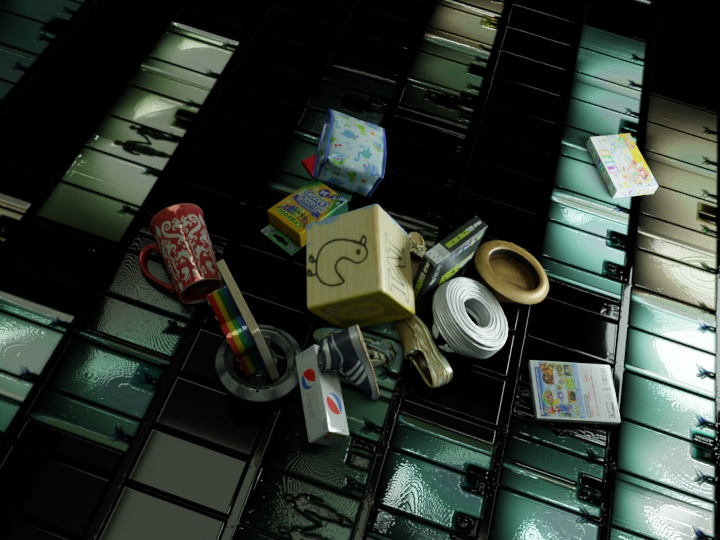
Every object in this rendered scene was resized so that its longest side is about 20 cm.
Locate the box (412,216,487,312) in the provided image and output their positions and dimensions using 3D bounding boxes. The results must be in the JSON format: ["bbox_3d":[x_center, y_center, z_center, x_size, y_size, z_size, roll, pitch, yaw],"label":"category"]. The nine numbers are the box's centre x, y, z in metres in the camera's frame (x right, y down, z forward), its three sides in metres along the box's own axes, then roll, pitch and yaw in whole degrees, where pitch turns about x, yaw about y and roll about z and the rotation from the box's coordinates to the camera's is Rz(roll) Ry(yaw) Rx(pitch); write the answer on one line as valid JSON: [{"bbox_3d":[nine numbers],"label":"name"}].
[{"bbox_3d":[0.198,-0.011,1.729,0.047,0.195,0.199,41,53,21],"label":"box"}]

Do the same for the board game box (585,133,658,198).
[{"bbox_3d":[0.747,-0.302,2.108,0.132,0.034,0.203,-8,58,-13],"label":"board game box"}]

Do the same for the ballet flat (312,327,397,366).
[{"bbox_3d":[-0.014,0.177,1.655,0.195,0.075,0.075,8,55,2],"label":"ballet flat"}]

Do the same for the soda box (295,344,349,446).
[{"bbox_3d":[-0.083,0.267,1.579,0.068,0.063,0.203,24,44,-44],"label":"soda box"}]

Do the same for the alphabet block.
[{"bbox_3d":[0.000,0.000,1.648,0.192,0.196,0.204,-15,65,24],"label":"alphabet block"}]

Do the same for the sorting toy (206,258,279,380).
[{"bbox_3d":[-0.258,0.117,1.545,0.069,0.200,0.201,-26,56,-11],"label":"sorting toy"}]

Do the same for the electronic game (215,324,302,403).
[{"bbox_3d":[-0.222,0.204,1.628,0.195,0.042,0.203,6,48,-6],"label":"electronic game"}]

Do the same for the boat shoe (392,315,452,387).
[{"bbox_3d":[0.126,0.174,1.661,0.075,0.072,0.201,-16,58,-40],"label":"boat shoe"}]

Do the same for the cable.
[{"bbox_3d":[0.253,0.107,1.704,0.197,0.069,0.203,20,47,-27],"label":"cable"}]

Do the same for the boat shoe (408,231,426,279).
[{"bbox_3d":[0.126,-0.020,1.813,0.072,0.063,0.203,11,56,-1],"label":"boat shoe"}]

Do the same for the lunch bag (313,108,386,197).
[{"bbox_3d":[-0.023,-0.318,1.929,0.167,0.127,0.204,17,60,-17],"label":"lunch bag"}]

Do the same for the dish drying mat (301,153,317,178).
[{"bbox_3d":[-0.060,-0.309,2.004,0.198,0.018,0.077,-27,65,-23],"label":"dish drying mat"}]

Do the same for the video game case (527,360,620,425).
[{"bbox_3d":[0.490,0.280,1.697,0.195,0.018,0.146,4,57,-6],"label":"video game case"}]

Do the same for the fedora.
[{"bbox_3d":[0.360,0.020,1.802,0.196,0.082,0.203,11,48,-13],"label":"fedora"}]

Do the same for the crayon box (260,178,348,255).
[{"bbox_3d":[-0.142,-0.138,1.846,0.125,0.052,0.199,35,59,29],"label":"crayon box"}]

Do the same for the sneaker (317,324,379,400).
[{"bbox_3d":[-0.028,0.211,1.582,0.106,0.203,0.071,-18,35,1],"label":"sneaker"}]

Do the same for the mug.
[{"bbox_3d":[-0.412,-0.023,1.722,0.132,0.177,0.202,5,51,-50],"label":"mug"}]
